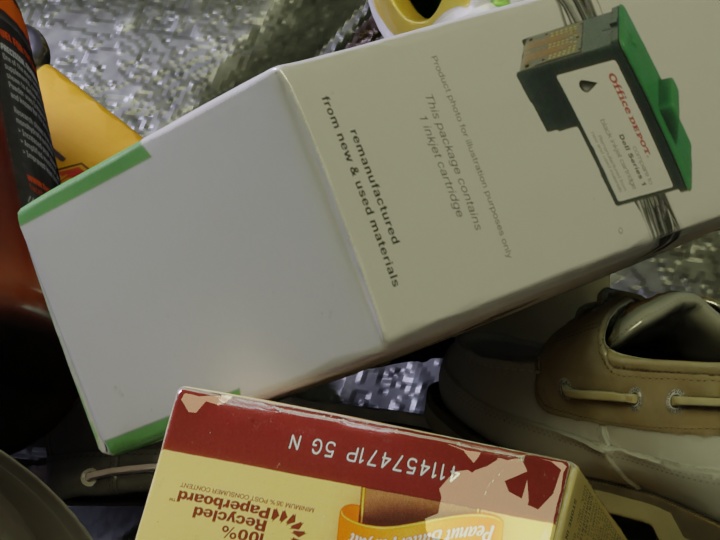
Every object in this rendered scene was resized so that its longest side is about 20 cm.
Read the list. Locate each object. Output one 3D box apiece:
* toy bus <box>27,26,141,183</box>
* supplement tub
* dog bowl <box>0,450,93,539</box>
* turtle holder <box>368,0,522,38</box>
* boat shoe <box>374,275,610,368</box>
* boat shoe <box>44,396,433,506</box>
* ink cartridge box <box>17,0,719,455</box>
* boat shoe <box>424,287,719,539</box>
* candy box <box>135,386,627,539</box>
[{"bbox_3d":[-0.122,-0.029,0.954,0.078,0.065,0.200,-39,54,-18],"label":"toy bus"},{"bbox_3d":[-0.156,-0.038,0.855,0.106,0.107,0.201,-15,56,0],"label":"supplement tub"},{"bbox_3d":[-0.167,0.141,0.769,0.200,0.200,0.059,-46,19,-23],"label":"dog bowl"},{"bbox_3d":[0.060,-0.128,0.930,0.140,0.186,0.132,-13,47,34],"label":"turtle holder"},{"bbox_3d":[0.000,-0.003,0.873,0.200,0.063,0.074,2,71,-36],"label":"boat shoe"},{"bbox_3d":[-0.014,0.074,0.862,0.199,0.067,0.057,12,77,15],"label":"boat shoe"},{"bbox_3d":[0.022,-0.023,0.763,0.199,0.146,0.085,-20,88,-41],"label":"ink cartridge box"},{"bbox_3d":[0.091,0.039,0.755,0.074,0.069,0.200,-2,12,-34],"label":"boat shoe"},{"bbox_3d":[0.023,0.097,0.741,0.115,0.200,0.056,10,74,20],"label":"candy box"}]
